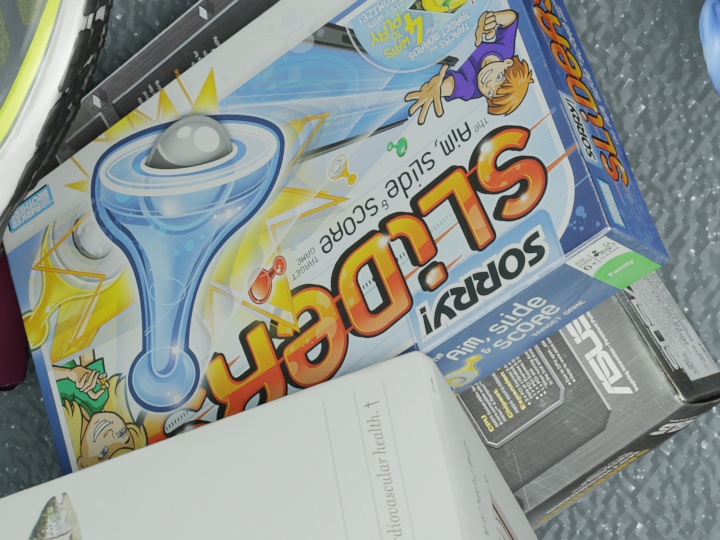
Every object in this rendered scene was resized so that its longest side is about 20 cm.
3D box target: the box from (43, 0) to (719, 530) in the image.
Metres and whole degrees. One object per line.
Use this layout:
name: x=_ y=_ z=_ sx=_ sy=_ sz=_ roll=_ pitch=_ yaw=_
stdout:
box: x=0.000 y=0.000 z=0.878 sx=0.158 sy=0.048 sz=0.200 roll=-38 pitch=77 yaw=24

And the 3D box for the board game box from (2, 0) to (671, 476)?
board game box: x=-0.016 y=-0.010 z=0.813 sx=0.200 sy=0.034 sz=0.136 roll=-35 pitch=56 yaw=24

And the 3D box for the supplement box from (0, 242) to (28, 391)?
supplement box: x=-0.213 y=-0.042 z=0.947 sx=0.200 sy=0.103 sz=0.131 roll=16 pitch=100 yaw=23

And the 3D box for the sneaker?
sneaker: x=-0.136 y=-0.043 z=0.825 sx=0.081 sy=0.074 sz=0.200 roll=27 pitch=90 yaw=-2

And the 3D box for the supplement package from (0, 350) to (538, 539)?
supplement package: x=-0.046 y=0.128 z=0.769 sx=0.199 sy=0.117 sz=0.117 roll=-20 pitch=49 yaw=9

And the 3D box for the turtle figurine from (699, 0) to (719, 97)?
turtle figurine: x=0.190 y=-0.079 z=0.704 sx=0.193 sy=0.144 sz=0.200 roll=22 pitch=127 yaw=1
